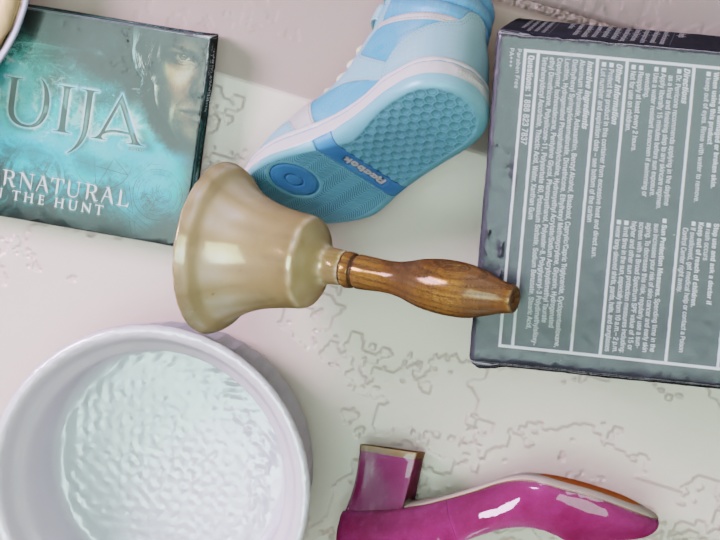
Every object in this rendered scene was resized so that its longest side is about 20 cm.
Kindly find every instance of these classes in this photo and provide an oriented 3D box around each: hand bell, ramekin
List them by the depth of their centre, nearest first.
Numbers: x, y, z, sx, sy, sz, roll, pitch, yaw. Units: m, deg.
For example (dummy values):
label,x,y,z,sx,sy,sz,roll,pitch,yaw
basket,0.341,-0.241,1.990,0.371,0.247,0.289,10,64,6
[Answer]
label,x,y,z,sx,sy,sz,roll,pitch,yaw
hand bell,0.000,0.000,1.609,0.199,0.104,0.105,9,99,27
ramekin,-0.123,0.126,1.707,0.199,0.098,0.202,1,98,7

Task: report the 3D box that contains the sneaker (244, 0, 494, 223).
label,x,y,z,sx,sy,sz,roll,pitch,yaw
sneaker,0.012,-0.112,1.675,0.079,0.131,0.200,36,139,-30

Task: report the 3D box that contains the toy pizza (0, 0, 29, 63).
label,x,y,z,sx,sy,sz,roll,pitch,yaw
toy pizza,-0.297,-0.188,1.700,0.199,0.032,0.201,-1,85,17

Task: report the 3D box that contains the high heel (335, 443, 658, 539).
label,x,y,z,sx,sy,sz,roll,pitch,yaw
high heel,0.082,0.169,1.695,0.199,0.067,0.096,9,89,12

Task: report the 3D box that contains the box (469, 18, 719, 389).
label,x,y,z,sx,sy,sz,roll,pitch,yaw
box,0.175,-0.040,1.631,0.197,0.123,0.201,6,100,8

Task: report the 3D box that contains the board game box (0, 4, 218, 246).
label,x,y,z,sx,sy,sz,roll,pitch,yaw
board game box,-0.196,-0.098,1.723,0.199,0.028,0.136,9,99,7
